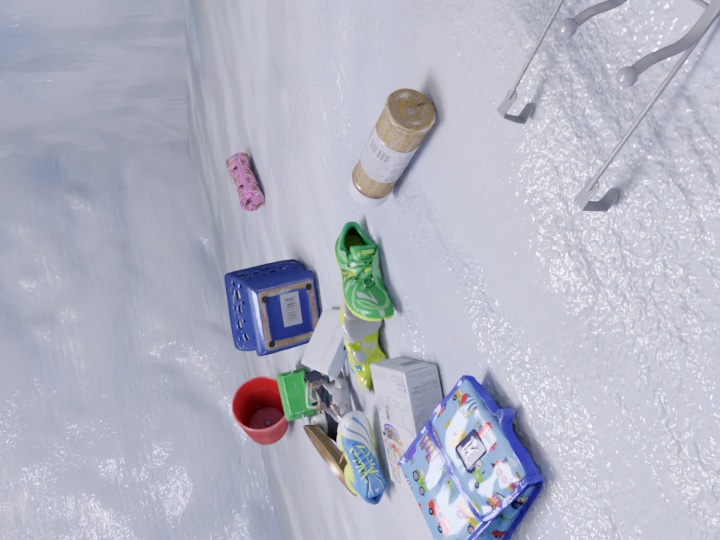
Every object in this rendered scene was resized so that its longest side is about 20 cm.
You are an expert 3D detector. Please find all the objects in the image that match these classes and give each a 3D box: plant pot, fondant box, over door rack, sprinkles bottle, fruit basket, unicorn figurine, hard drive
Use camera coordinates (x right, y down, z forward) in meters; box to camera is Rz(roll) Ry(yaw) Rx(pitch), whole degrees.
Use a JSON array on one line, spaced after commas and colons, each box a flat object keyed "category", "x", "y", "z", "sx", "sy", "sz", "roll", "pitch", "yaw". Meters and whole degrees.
[{"category": "plant pot", "x": -0.324, "y": 0.487, "z": 1.993, "sx": 0.178, "sy": 0.199, "sz": 0.201, "roll": 88, "pitch": 160, "yaw": -51}, {"category": "fondant box", "x": 0.081, "y": 0.243, "z": 0.920, "sx": 0.144, "sy": 0.058, "sz": 0.202, "roll": 172, "pitch": 88, "yaw": -70}, {"category": "over door rack", "x": 0.170, "y": -0.161, "z": 0.454, "sx": 0.201, "sy": 0.066, "sz": 0.148, "roll": 102, "pitch": 151, "yaw": -47}, {"category": "plant pot", "x": -0.063, "y": 0.434, "z": 1.369, "sx": 0.200, "sy": 0.027, "sz": 0.201, "roll": 45, "pitch": 159, "yaw": 22}, {"category": "sprinkles bottle", "x": 0.038, "y": -0.162, "z": 0.815, "sx": 0.200, "sy": 0.068, "sz": 0.069, "roll": 126, "pitch": 130, "yaw": -63}, {"category": "fruit basket", "x": -0.176, "y": 0.351, "z": 1.675, "sx": 0.200, "sy": 0.093, "sz": 0.187, "roll": 94, "pitch": 161, "yaw": -75}, {"category": "plant pot", "x": -0.203, "y": 0.091, "z": 1.431, "sx": 0.179, "sy": 0.199, "sz": 0.202, "roll": 12, "pitch": 111, "yaw": 61}, {"category": "unicorn figurine", "x": -0.046, "y": 0.291, "z": 1.255, "sx": 0.137, "sy": 0.073, "sz": 0.201, "roll": 39, "pitch": -136, "yaw": -47}, {"category": "hard drive", "x": -0.062, "y": 0.144, "z": 1.210, "sx": 0.133, "sy": 0.026, "sz": 0.200, "roll": -67, "pitch": 17, "yaw": -10}]

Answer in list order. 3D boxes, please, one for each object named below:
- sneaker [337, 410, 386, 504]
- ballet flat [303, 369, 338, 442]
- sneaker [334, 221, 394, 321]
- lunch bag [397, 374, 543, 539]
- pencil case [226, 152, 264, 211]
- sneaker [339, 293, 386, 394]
[{"category": "sneaker", "x": 0.014, "y": 0.372, "z": 1.151, "sx": 0.105, "sy": 0.075, "sz": 0.201, "roll": 32, "pitch": 138, "yaw": 50}, {"category": "ballet flat", "x": -0.094, "y": 0.337, "z": 1.433, "sx": 0.073, "sy": 0.073, "sz": 0.201, "roll": 113, "pitch": 141, "yaw": -57}, {"category": "sneaker", "x": 0.000, "y": 0.000, "z": 0.993, "sx": 0.084, "sy": 0.074, "sz": 0.201, "roll": 99, "pitch": 153, "yaw": -51}, {"category": "lunch bag", "x": 0.145, "y": 0.240, "z": 0.732, "sx": 0.151, "sy": 0.093, "sz": 0.201, "roll": 61, "pitch": 141, "yaw": 43}, {"category": "pencil case", "x": -0.356, "y": -0.275, "z": 1.820, "sx": 0.083, "sy": 0.086, "sz": 0.201, "roll": -46, "pitch": 51, "yaw": 29}, {"category": "sneaker", "x": -0.006, "y": 0.123, "z": 1.070, "sx": 0.105, "sy": 0.075, "sz": 0.202, "roll": -175, "pitch": 75, "yaw": -70}]
